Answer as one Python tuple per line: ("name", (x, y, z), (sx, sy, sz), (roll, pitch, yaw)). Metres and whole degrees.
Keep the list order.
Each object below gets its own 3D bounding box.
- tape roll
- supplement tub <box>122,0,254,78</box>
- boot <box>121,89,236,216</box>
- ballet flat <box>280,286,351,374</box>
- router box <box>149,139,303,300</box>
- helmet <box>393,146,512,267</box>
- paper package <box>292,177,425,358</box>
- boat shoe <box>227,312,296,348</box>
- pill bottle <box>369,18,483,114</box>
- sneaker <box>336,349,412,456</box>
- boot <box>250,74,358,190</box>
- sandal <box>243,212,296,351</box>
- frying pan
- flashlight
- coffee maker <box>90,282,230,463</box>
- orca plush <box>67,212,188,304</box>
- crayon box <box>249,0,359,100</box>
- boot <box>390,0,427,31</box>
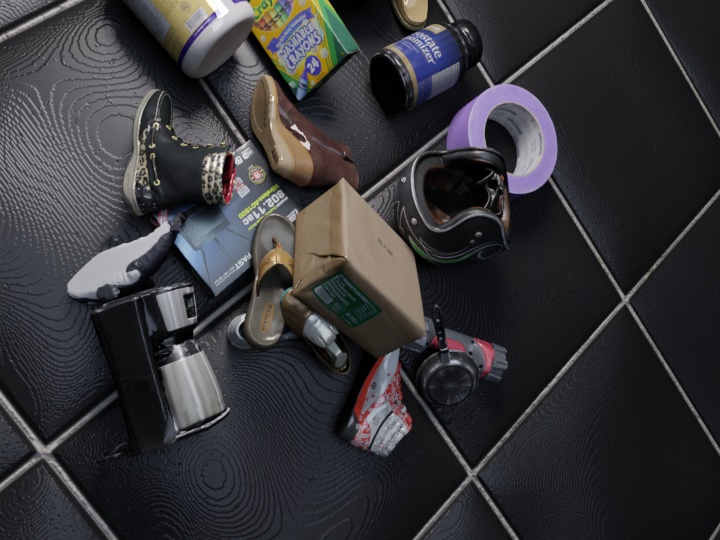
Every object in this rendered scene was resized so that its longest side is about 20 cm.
("tape roll", (0.264, -0.233, 1.136), (0.194, 0.085, 0.207), (3, 83, -21))
("supplement tub", (-0.270, -0.413, 0.909), (0.146, 0.145, 0.201), (-45, 100, -20))
("boot", (-0.252, -0.174, 0.880), (0.149, 0.074, 0.209), (-2, 64, 8))
("ballet flat", (-0.056, 0.099, 0.911), (0.067, 0.072, 0.202), (-40, 142, -14))
("router box", (-0.201, -0.078, 0.938), (0.200, 0.062, 0.151), (-43, 101, -21))
("helmet", (0.151, -0.102, 1.015), (0.185, 0.199, 0.207), (-4, 82, 21))
("paper package", (0.000, 0.000, 0.913), (0.200, 0.102, 0.194), (42, 28, -34))
("boat shoe", (-0.109, 0.075, 0.950), (0.196, 0.071, 0.072), (-18, 90, -23))
("pill bottle", (0.120, -0.369, 1.080), (0.198, 0.111, 0.114), (-33, 95, -22))
("sneaker", (0.046, 0.200, 1.001), (0.106, 0.067, 0.205), (30, 77, -17))
("boot", (-0.092, -0.220, 1.006), (0.163, 0.072, 0.205), (7, 57, -42))
("sandal", (-0.128, 0.013, 0.889), (0.080, 0.054, 0.206), (16, 73, -17))
("frying pan", (0.157, 0.154, 1.020), (0.111, 0.031, 0.195), (7, 115, -9))
("flashlight", (0.159, 0.138, 1.057), (0.195, 0.068, 0.069), (18, 114, -17))
("coffee maker", (-0.295, 0.136, 0.834), (0.188, 0.134, 0.206), (-19, 89, -22))
("orca plush", (-0.316, -0.008, 0.864), (0.199, 0.106, 0.071), (-42, 143, 0))
("crayon box", (-0.108, -0.400, 0.982), (0.202, 0.124, 0.052), (55, 36, -6))
("boot", (0.111, -0.553, 1.076), (0.071, 0.155, 0.207), (0, 83, -21))
